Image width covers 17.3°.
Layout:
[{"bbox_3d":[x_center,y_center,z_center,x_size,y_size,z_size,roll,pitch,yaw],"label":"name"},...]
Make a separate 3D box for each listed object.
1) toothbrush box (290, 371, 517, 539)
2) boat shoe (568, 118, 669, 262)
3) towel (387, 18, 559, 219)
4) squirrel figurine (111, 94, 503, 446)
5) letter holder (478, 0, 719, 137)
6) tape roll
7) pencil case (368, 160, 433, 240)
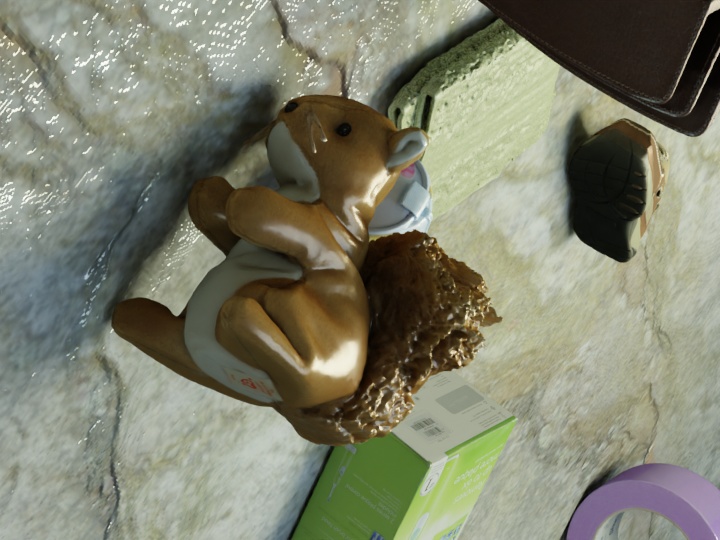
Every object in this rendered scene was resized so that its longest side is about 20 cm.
[{"bbox_3d":[0.026,0.194,1.943,0.145,0.086,0.201,-20,142,-55],"label":"toothbrush box"},{"bbox_3d":[0.221,-0.080,1.975,0.074,0.075,0.200,-53,168,-18],"label":"boat shoe"},{"bbox_3d":[0.079,-0.112,1.665,0.200,0.036,0.149,-36,152,-38],"label":"towel"},{"bbox_3d":[-0.016,-0.003,1.440,0.141,0.200,0.187,-12,-133,58],"label":"squirrel figurine"},{"bbox_3d":[0.135,-0.171,1.468,0.100,0.200,0.143,-28,147,-48],"label":"letter holder"},{"bbox_3d":[0.328,0.317,2.605,0.066,0.200,0.201,-23,142,-52],"label":"tape roll"},{"bbox_3d":[0.000,0.000,1.591,0.083,0.091,0.200,-42,155,-29],"label":"pencil case"}]
